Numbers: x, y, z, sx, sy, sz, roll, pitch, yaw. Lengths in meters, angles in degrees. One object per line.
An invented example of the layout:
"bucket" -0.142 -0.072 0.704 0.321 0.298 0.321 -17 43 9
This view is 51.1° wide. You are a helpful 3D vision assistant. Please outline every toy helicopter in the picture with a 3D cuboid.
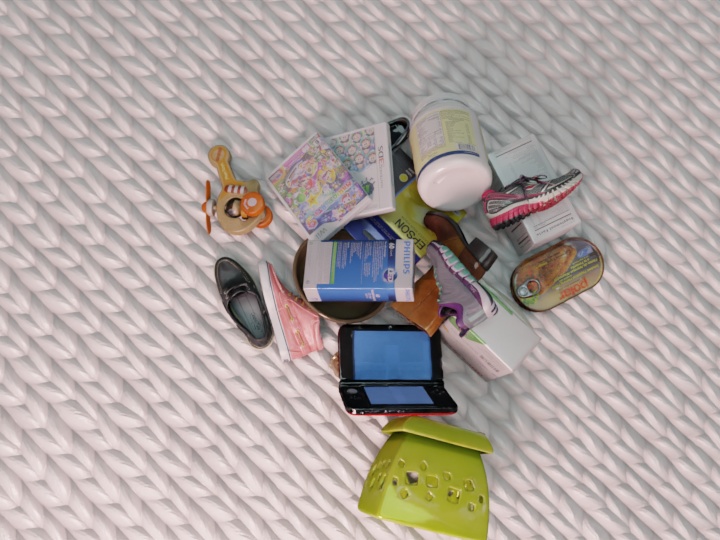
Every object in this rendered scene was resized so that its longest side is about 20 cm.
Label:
"toy helicopter" -0.266 -0.159 1.496 0.131 0.079 0.201 -23 70 1

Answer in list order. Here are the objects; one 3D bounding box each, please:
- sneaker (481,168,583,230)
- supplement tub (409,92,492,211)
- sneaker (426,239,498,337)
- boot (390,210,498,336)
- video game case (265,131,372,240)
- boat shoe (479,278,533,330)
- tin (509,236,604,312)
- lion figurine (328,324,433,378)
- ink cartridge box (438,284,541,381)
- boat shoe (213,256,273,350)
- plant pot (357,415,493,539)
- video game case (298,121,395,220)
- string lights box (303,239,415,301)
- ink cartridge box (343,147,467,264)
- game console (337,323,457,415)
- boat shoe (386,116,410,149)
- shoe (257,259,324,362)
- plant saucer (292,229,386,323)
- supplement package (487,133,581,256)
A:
"sneaker" 0.324 -0.149 1.408 0.199 0.081 0.075 -23 79 -8
"supplement tub" 0.172 -0.234 1.470 0.144 0.145 0.201 -2 54 -5
"sneaker" 0.150 0.026 1.301 0.087 0.074 0.200 -38 44 1
"boot" 0.133 0.002 1.419 0.200 0.068 0.188 -48 59 0
"video game case" -0.085 -0.159 1.472 0.143 0.018 0.200 -41 63 7
"boat shoe" 0.252 0.064 1.486 0.200 0.073 0.062 41 102 4
"tin" 0.395 0.010 1.515 0.199 0.042 0.113 -25 77 -9
"lion figurine" 0.044 0.161 1.450 0.200 0.073 0.122 -38 70 -25
"ink cartridge box" 0.229 0.121 1.398 0.145 0.200 0.088 43 75 6
"boat shoe" -0.228 0.058 1.445 0.074 0.066 0.201 -22 80 -7
"plant pot" 0.120 0.364 1.338 0.199 0.199 0.183 16 74 -7
"video game case" -0.031 -0.184 1.479 0.199 0.024 0.184 -11 72 23
"string lights box" 0.000 0.000 1.384 0.198 0.059 0.104 0 63 7
"ink cartridge box" 0.077 -0.115 1.502 0.198 0.047 0.200 45 68 4
"game console" 0.064 0.176 1.350 0.198 0.172 0.120 1 101 -9
"boat shoe" 0.019 -0.244 1.528 0.199 0.062 0.075 -31 83 -10
"shoe" -0.134 0.069 1.451 0.090 0.071 0.202 -15 85 -9
"plant saucer" -0.037 0.013 1.460 0.198 0.029 0.202 8 63 -16
"supplement package" 0.331 -0.148 1.506 0.113 0.110 0.201 -24 81 -9
